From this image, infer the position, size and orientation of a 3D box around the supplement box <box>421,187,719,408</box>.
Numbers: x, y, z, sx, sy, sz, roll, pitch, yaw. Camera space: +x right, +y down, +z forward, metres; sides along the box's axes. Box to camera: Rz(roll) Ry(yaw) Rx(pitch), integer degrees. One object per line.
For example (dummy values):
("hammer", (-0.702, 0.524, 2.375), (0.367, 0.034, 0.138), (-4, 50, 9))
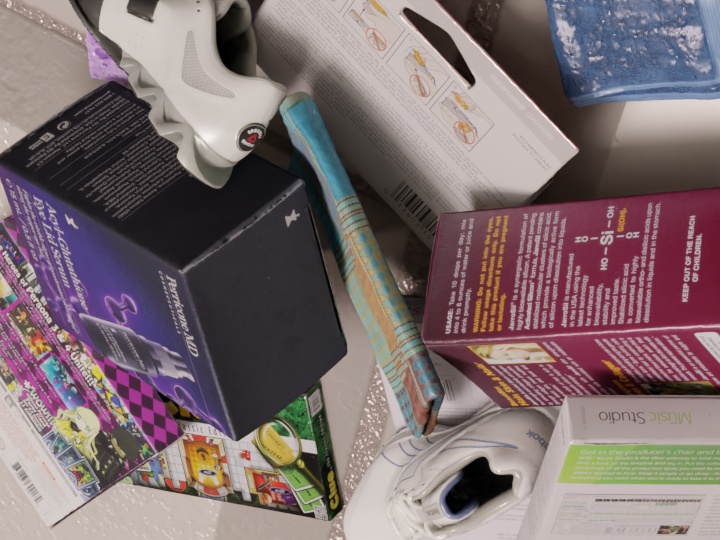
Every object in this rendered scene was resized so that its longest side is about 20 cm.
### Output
("supplement box", (0.149, 0.018, 1.210), (0.199, 0.086, 0.110), (-4, 155, 30))

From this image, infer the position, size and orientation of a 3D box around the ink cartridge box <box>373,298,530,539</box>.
("ink cartridge box", (0.084, 0.114, 1.383), (0.119, 0.042, 0.201), (-1, 113, 33))

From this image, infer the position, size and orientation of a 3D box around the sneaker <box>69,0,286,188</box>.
("sneaker", (-0.110, -0.149, 1.297), (0.089, 0.074, 0.200), (-44, 64, 15))

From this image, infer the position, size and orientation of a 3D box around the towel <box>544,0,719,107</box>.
("towel", (0.192, -0.145, 1.148), (0.199, 0.049, 0.112), (3, 121, 33))

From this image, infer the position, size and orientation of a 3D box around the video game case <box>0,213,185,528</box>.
("video game case", (-0.235, 0.075, 1.556), (0.200, 0.036, 0.181), (56, 139, 1))

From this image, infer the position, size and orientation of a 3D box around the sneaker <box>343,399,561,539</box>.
("sneaker", (0.050, 0.135, 1.336), (0.075, 0.087, 0.200), (51, 131, -3))

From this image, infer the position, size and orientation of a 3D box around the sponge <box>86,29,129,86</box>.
("sponge", (-0.128, -0.209, 1.345), (0.111, 0.030, 0.201), (15, 124, 27))

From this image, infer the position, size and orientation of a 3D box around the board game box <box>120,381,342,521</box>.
("board game box", (-0.108, 0.117, 1.528), (0.199, 0.023, 0.105), (6, 117, 32))

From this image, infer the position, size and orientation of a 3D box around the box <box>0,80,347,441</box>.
("box", (-0.120, -0.009, 1.355), (0.200, 0.104, 0.149), (28, 145, 40))

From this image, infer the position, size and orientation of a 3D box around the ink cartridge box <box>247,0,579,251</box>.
("ink cartridge box", (0.034, -0.113, 1.253), (0.200, 0.045, 0.176), (47, 147, 2))

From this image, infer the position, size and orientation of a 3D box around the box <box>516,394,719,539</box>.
("box", (0.173, 0.138, 1.254), (0.143, 0.037, 0.200), (1, 146, -7))

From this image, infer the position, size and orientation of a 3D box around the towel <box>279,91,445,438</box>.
("towel", (0.000, 0.000, 1.286), (0.147, 0.022, 0.201), (90, 156, -77))
